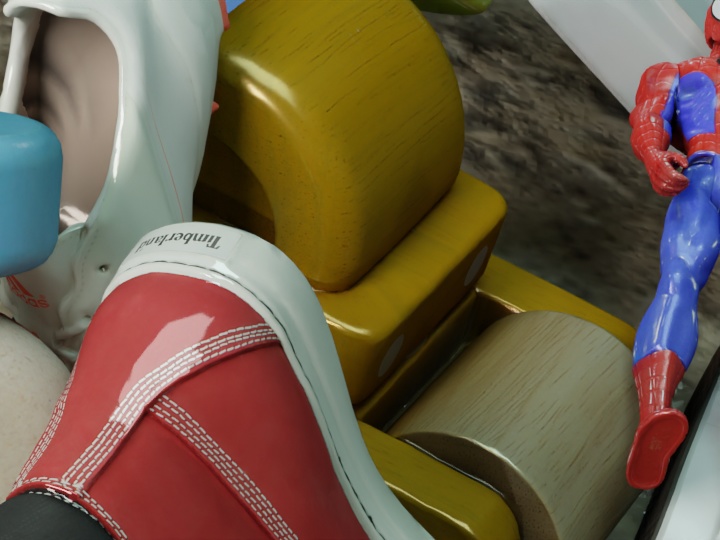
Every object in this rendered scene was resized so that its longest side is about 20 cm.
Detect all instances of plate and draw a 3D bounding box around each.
[{"bbox_3d":[0.113,-0.102,1.051,0.200,0.032,0.200,42,25,-33],"label":"plate"}]

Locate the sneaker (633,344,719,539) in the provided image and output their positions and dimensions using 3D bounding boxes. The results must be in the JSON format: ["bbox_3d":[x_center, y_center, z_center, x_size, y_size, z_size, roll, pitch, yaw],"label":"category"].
[{"bbox_3d":[0.145,0.056,0.931,0.085,0.073,0.200,24,49,3],"label":"sneaker"}]

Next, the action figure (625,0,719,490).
[{"bbox_3d":[0.114,-0.016,0.904,0.065,0.052,0.200,15,45,-8],"label":"action figure"}]

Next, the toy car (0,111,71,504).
[{"bbox_3d":[-0.177,0.041,0.769,0.177,0.185,0.200,-2,13,-24],"label":"toy car"}]

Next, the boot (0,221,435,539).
[{"bbox_3d":[-0.032,0.109,0.717,0.072,0.200,0.144,-6,38,31],"label":"boot"}]

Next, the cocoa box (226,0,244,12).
[{"bbox_3d":[-0.030,-0.203,1.124,0.131,0.133,0.200,29,38,14],"label":"cocoa box"}]

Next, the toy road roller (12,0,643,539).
[{"bbox_3d":[0.000,0.000,0.871,0.200,0.146,0.123,29,39,14],"label":"toy road roller"}]

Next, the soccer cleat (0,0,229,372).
[{"bbox_3d":[-0.071,0.010,0.799,0.069,0.200,0.078,5,15,29],"label":"soccer cleat"}]

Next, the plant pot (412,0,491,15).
[{"bbox_3d":[-0.058,-0.203,0.907,0.181,0.199,0.200,7,-11,26],"label":"plant pot"}]
